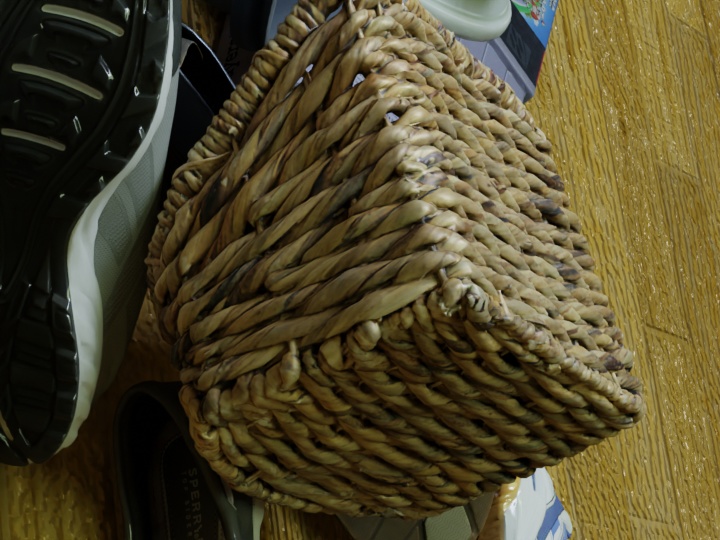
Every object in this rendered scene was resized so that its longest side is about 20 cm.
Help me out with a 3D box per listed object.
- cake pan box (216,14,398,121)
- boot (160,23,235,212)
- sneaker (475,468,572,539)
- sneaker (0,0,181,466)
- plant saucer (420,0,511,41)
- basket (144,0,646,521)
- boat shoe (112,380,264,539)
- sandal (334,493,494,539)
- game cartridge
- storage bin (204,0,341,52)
[{"bbox_3d":[0.006,-0.046,1.045,0.200,0.052,0.184,44,41,-35],"label":"cake pan box"},{"bbox_3d":[-0.108,-0.094,0.837,0.200,0.097,0.075,64,16,-12],"label":"boot"},{"bbox_3d":[0.067,0.163,0.997,0.088,0.075,0.200,50,37,-31],"label":"sneaker"},{"bbox_3d":[-0.105,-0.032,0.780,0.079,0.074,0.200,-42,150,-65],"label":"sneaker"},{"bbox_3d":[0.010,-0.199,1.065,0.200,0.050,0.200,36,25,-19],"label":"plant saucer"},{"bbox_3d":[0.000,0.000,0.834,0.200,0.143,0.149,31,37,-60],"label":"basket"},{"bbox_3d":[-0.063,0.135,0.817,0.057,0.067,0.200,33,40,-53],"label":"boat shoe"},{"bbox_3d":[-0.010,0.047,0.959,0.200,0.080,0.054,51,-1,-15],"label":"sandal"},{"bbox_3d":[0.066,-0.180,1.233,0.130,0.038,0.200,47,38,-26],"label":"game cartridge"},{"bbox_3d":[-0.045,-0.210,0.912,0.146,0.134,0.200,-37,149,-58],"label":"storage bin"}]
